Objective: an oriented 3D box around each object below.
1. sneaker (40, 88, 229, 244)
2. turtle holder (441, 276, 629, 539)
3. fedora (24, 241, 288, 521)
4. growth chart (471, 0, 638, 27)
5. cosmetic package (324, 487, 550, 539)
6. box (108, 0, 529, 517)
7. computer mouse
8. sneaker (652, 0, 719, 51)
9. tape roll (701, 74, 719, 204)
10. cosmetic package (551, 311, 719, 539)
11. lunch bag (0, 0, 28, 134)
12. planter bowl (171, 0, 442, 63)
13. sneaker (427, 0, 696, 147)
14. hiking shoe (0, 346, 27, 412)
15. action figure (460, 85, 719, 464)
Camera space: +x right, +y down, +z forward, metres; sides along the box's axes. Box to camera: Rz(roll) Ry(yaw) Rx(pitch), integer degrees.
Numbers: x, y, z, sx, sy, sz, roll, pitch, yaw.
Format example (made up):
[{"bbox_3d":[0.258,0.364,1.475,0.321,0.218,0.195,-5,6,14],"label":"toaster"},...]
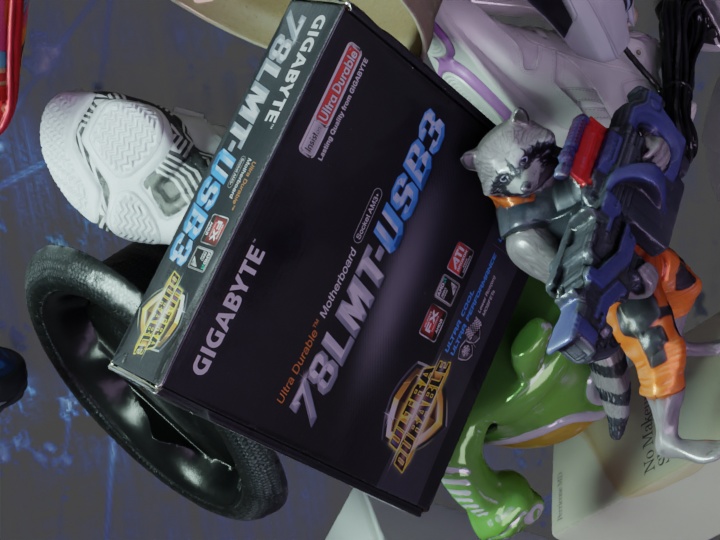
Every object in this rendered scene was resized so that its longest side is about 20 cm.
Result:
[{"bbox_3d":[-0.079,-0.052,0.765,0.199,0.115,0.075,23,109,15],"label":"sneaker"},{"bbox_3d":[0.100,0.051,0.793,0.141,0.186,0.132,-31,138,27],"label":"turtle holder"},{"bbox_3d":[-0.099,0.047,0.778,0.092,0.200,0.201,-44,121,-32],"label":"fedora"},{"bbox_3d":[0.107,-0.217,0.729,0.144,0.018,0.201,-2,135,-3],"label":"growth chart"},{"bbox_3d":[0.043,0.283,0.885,0.167,0.166,0.201,21,108,-21],"label":"cosmetic package"},{"bbox_3d":[0.000,0.000,0.670,0.198,0.050,0.201,34,78,-44],"label":"box"},{"bbox_3d":[0.126,-0.152,0.714,0.200,0.110,0.044,38,145,-29],"label":"computer mouse"},{"bbox_3d":[0.269,-0.189,0.783,0.199,0.081,0.075,-23,102,21],"label":"sneaker"},{"bbox_3d":[0.330,-0.074,0.811,0.201,0.139,0.204,-5,114,-10],"label":"tape roll"},{"bbox_3d":[0.213,0.101,0.835,0.073,0.104,0.200,32,132,-23],"label":"cosmetic package"},{"bbox_3d":[-0.272,-0.134,0.682,0.199,0.082,0.177,4,116,-13],"label":"lunch bag"},{"bbox_3d":[-0.033,-0.204,0.657,0.200,0.200,0.135,28,79,-22],"label":"planter bowl"},{"bbox_3d":[0.118,-0.116,0.792,0.200,0.075,0.100,32,89,-27],"label":"sneaker"},{"bbox_3d":[-0.272,0.017,0.746,0.199,0.074,0.087,26,106,-22],"label":"hiking shoe"},{"bbox_3d":[0.114,0.010,0.665,0.104,0.200,0.194,-25,108,39],"label":"action figure"}]
